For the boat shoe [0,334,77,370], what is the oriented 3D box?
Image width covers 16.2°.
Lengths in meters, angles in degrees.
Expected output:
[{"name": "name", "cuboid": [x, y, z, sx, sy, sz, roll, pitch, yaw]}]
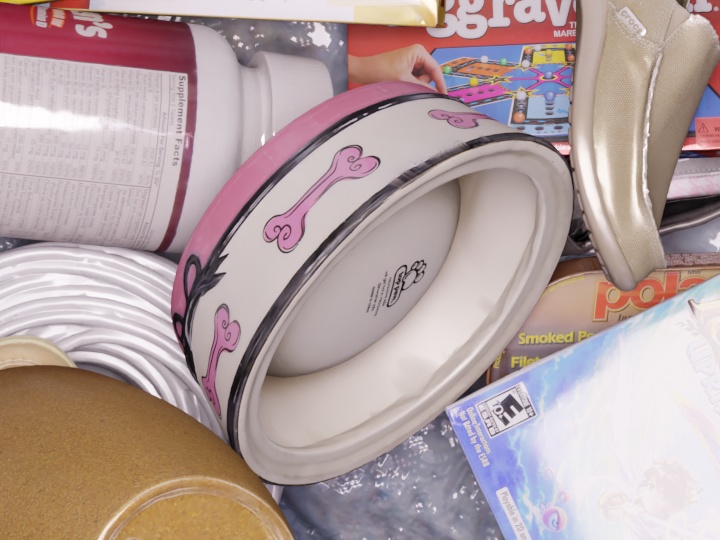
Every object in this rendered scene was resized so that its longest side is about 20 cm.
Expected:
[{"name": "boat shoe", "cuboid": [-0.141, 0.129, 1.167, 0.073, 0.063, 0.200, -13, 95, 0]}]

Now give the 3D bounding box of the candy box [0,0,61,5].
[{"name": "candy box", "cuboid": [-0.173, -0.174, 1.192, 0.200, 0.026, 0.102, -7, 97, 16]}]

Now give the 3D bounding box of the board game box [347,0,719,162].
[{"name": "board game box", "cuboid": [0.093, -0.103, 1.218, 0.200, 0.019, 0.103, -2, 77, 5]}]

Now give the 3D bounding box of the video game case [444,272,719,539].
[{"name": "video game case", "cuboid": [0.163, 0.115, 1.182, 0.181, 0.045, 0.200, -27, 80, 5]}]

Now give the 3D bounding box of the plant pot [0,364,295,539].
[{"name": "plant pot", "cuboid": [-0.103, 0.128, 1.050, 0.186, 0.200, 0.187, 2, 85, -24]}]

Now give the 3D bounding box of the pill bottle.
[{"name": "pill bottle", "cuboid": [-0.119, -0.066, 1.184, 0.200, 0.110, 0.110, 5, 96, -15]}]

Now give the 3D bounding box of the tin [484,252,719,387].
[{"name": "tin", "cuboid": [0.160, 0.046, 1.246, 0.200, 0.042, 0.112, -1, 111, -3]}]

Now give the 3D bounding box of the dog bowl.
[{"name": "dog bowl", "cuboid": [0.000, 0.000, 1.146, 0.200, 0.200, 0.074, -48, 62, 3]}]

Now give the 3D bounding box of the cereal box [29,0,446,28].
[{"name": "cereal box", "cuboid": [-0.056, -0.191, 1.205, 0.200, 0.040, 0.144, 4, 95, 7]}]

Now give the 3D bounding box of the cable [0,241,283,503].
[{"name": "cable", "cuboid": [-0.134, 0.084, 1.230, 0.200, 0.069, 0.200, -2, 95, -2]}]

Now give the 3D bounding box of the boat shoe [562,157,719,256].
[{"name": "boat shoe", "cuboid": [0.124, -0.045, 1.233, 0.200, 0.057, 0.067, -14, 97, -1]}]

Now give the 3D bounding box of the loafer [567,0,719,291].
[{"name": "loafer", "cuboid": [0.132, -0.090, 1.163, 0.068, 0.076, 0.200, -3, 78, 11]}]
